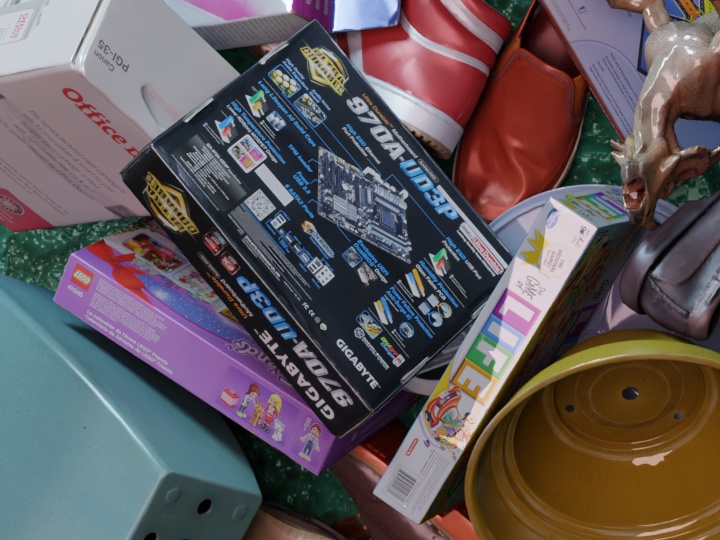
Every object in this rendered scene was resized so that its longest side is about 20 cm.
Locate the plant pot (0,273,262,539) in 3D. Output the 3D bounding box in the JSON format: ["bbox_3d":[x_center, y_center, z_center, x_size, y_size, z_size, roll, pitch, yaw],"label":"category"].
[{"bbox_3d":[-0.164,0.117,1.734,0.200,0.141,0.142,35,100,42],"label":"plant pot"}]

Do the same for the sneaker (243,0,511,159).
[{"bbox_3d":[0.002,-0.157,1.764,0.200,0.071,0.113,30,86,26],"label":"sneaker"}]

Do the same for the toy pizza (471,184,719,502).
[{"bbox_3d":[0.144,0.048,1.729,0.199,0.032,0.201,2,96,18],"label":"toy pizza"}]

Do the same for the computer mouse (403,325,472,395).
[{"bbox_3d":[0.000,0.000,1.737,0.200,0.109,0.044,60,146,21],"label":"computer mouse"}]

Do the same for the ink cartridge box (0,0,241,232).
[{"bbox_3d":[-0.178,-0.100,1.738,0.199,0.146,0.083,-6,52,42],"label":"ink cartridge box"}]

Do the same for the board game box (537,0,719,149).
[{"bbox_3d":[0.163,-0.159,1.689,0.103,0.019,0.200,-32,101,0],"label":"board game box"}]

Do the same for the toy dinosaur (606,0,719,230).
[{"bbox_3d":[0.209,-0.113,1.655,0.199,0.086,0.136,-21,113,-20],"label":"toy dinosaur"}]

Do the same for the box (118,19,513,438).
[{"bbox_3d":[-0.020,-0.027,1.663,0.200,0.159,0.046,50,141,-1],"label":"box"}]

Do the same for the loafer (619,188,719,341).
[{"bbox_3d":[0.237,-0.032,1.654,0.200,0.072,0.063,-41,58,-17],"label":"loafer"}]

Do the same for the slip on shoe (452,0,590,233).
[{"bbox_3d":[0.109,-0.114,1.733,0.074,0.061,0.201,29,99,14],"label":"slip on shoe"}]

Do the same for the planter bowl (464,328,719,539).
[{"bbox_3d":[0.157,0.094,1.649,0.200,0.201,0.084,-21,39,16],"label":"planter bowl"}]

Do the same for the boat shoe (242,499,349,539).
[{"bbox_3d":[-0.028,0.188,1.767,0.199,0.065,0.072,26,103,19],"label":"boat shoe"}]

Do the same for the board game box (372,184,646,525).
[{"bbox_3d":[0.090,0.046,1.658,0.034,0.134,0.200,34,105,13],"label":"board game box"}]

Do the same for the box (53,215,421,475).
[{"bbox_3d":[-0.068,0.036,1.745,0.200,0.137,0.039,33,119,16],"label":"box"}]

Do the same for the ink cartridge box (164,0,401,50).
[{"bbox_3d":[-0.069,-0.233,1.763,0.199,0.043,0.197,-7,67,23],"label":"ink cartridge box"}]

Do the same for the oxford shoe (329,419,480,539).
[{"bbox_3d":[0.016,0.143,1.754,0.200,0.071,0.073,39,111,19],"label":"oxford shoe"}]
